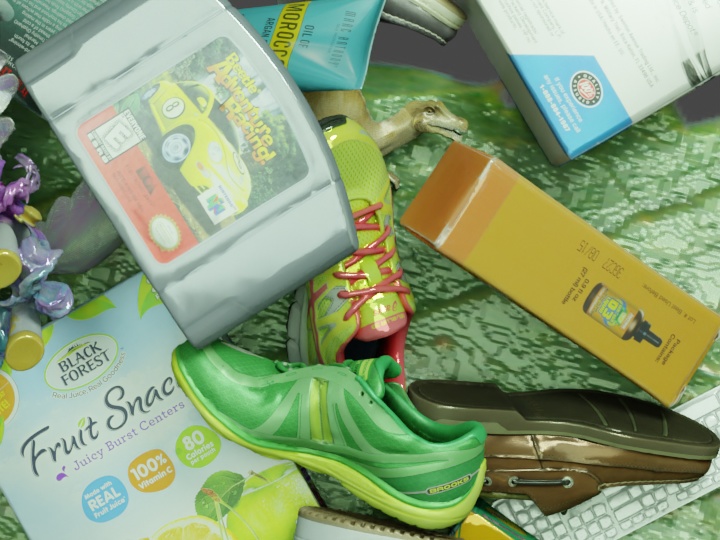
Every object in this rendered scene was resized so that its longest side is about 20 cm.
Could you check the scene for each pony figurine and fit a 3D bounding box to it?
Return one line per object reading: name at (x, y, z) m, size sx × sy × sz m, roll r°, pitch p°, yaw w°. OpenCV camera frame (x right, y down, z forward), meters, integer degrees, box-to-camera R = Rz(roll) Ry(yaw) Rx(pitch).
pony figurine at (-0.221, -0.015, 1.616) m, size 0.166 × 0.200 × 0.193 m, roll 35°, pitch 106°, yaw -24°

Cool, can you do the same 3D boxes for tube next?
tube at (-0.079, -0.132, 1.657) m, size 0.200 × 0.050 × 0.078 m, roll -3°, pitch 58°, yaw 27°

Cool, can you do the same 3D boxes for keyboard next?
keyboard at (0.182, 0.126, 1.706) m, size 0.200 × 0.011 × 0.056 m, roll -27°, pitch 88°, yaw 0°

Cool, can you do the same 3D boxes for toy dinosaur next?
toy dinosaur at (-0.034, -0.069, 1.670) m, size 0.200 × 0.058 × 0.101 m, roll -6°, pitch 117°, yaw -29°

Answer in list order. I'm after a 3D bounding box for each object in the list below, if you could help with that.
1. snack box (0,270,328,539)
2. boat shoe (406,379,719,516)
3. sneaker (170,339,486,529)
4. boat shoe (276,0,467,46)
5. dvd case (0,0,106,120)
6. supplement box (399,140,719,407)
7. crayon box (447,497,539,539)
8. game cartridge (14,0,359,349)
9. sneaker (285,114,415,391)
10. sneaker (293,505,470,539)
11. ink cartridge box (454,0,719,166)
snack box at (-0.136, 0.116, 1.684) m, size 0.169 × 0.068 × 0.200 m, roll -31°, pitch 87°, yaw 0°
boat shoe at (0.120, 0.114, 1.674) m, size 0.200 × 0.072 × 0.068 m, roll 8°, pitch 106°, yaw -6°
sneaker at (-0.015, 0.079, 1.608) m, size 0.200 × 0.074 × 0.084 m, roll 24°, pitch 109°, yaw 1°
boat shoe at (-0.033, -0.177, 1.690) m, size 0.200 × 0.072 × 0.065 m, roll 24°, pitch 94°, yaw 5°
dvd case at (-0.190, -0.209, 1.690) m, size 0.146 × 0.022 × 0.200 m, roll 32°, pitch 88°, yaw 25°
supplement box at (0.124, 0.003, 1.645) m, size 0.200 × 0.069 × 0.067 m, roll 34°, pitch 89°, yaw -23°
crayon box at (0.117, 0.246, 1.674) m, size 0.200 × 0.058 × 0.119 m, roll 34°, pitch 96°, yaw 2°
game cartridge at (-0.093, -0.072, 1.569) m, size 0.133 × 0.041 × 0.200 m, roll -33°, pitch 93°, yaw 4°
sneaker at (0.000, 0.000, 1.632) m, size 0.078 × 0.090 × 0.200 m, roll -22°, pitch 126°, yaw -21°
sneaker at (0.048, 0.214, 1.613) m, size 0.200 × 0.070 × 0.109 m, roll 13°, pitch 90°, yaw 12°
ink cartridge box at (0.173, -0.176, 1.672) m, size 0.200 × 0.084 × 0.146 m, roll -30°, pitch 89°, yaw -4°
